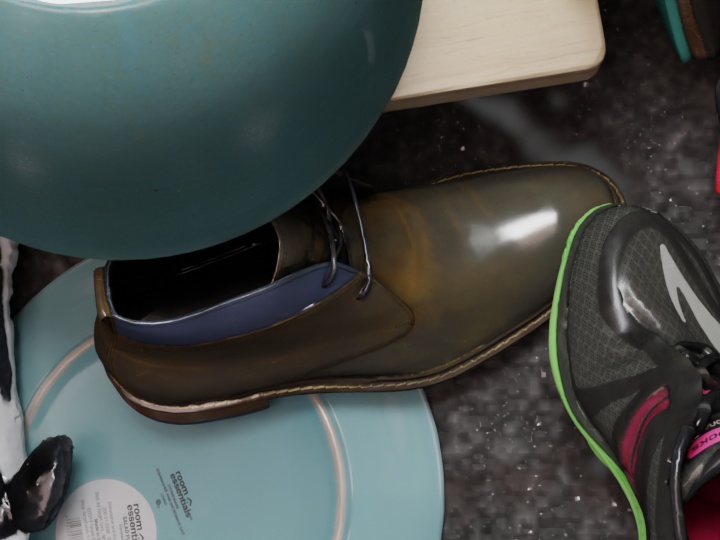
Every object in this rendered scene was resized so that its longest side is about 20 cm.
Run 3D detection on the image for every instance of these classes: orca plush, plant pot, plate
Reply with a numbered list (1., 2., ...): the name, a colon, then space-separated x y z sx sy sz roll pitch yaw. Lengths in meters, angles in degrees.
1. orca plush: -0.160 0.051 0.848 0.105 0.071 0.202 17 92 41
2. plant pot: -0.075 -0.116 0.672 0.199 0.161 0.202 0 81 -2
3. plate: -0.067 0.084 0.861 0.198 0.026 0.202 -1 87 15

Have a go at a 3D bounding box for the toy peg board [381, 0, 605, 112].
1. toy peg board: -0.033 -0.142 0.807 0.198 0.098 0.201 -9 82 -4

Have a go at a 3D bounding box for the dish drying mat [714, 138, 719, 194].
1. dish drying mat: 0.174 -0.119 0.795 0.076 0.018 0.202 10 89 -9

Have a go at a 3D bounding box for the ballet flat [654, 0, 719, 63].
1. ballet flat: 0.105 -0.175 0.808 0.068 0.068 0.201 -24 82 5

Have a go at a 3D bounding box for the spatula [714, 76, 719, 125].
1. spatula: 0.157 0.024 0.805 0.056 0.021 0.202 -15 83 16

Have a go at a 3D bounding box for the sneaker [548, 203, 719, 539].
1. sneaker: 0.118 0.061 0.759 0.076 0.084 0.201 -2 60 -22

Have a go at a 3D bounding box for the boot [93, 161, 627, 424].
1. boot: 0.000 0.000 0.797 0.199 0.097 0.075 -20 73 0
